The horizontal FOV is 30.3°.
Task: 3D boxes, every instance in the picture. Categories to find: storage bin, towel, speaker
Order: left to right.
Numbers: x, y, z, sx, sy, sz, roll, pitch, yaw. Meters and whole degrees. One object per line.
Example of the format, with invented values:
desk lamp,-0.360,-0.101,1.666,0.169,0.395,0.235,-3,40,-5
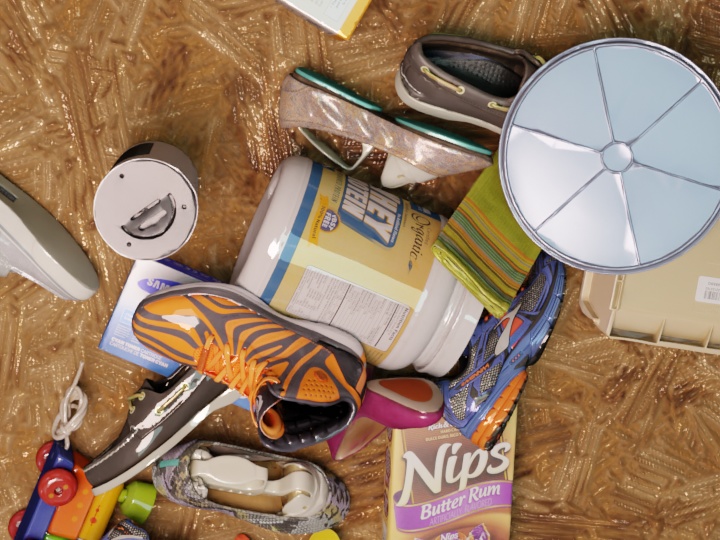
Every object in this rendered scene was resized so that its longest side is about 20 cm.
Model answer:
speaker,-0.173,-0.061,1.098,0.081,0.200,0.081,-1,100,-6
towel,0.132,-0.051,1.158,0.086,0.018,0.200,45,49,-10
storage bin,0.322,-0.029,1.213,0.200,0.094,0.199,9,99,-8

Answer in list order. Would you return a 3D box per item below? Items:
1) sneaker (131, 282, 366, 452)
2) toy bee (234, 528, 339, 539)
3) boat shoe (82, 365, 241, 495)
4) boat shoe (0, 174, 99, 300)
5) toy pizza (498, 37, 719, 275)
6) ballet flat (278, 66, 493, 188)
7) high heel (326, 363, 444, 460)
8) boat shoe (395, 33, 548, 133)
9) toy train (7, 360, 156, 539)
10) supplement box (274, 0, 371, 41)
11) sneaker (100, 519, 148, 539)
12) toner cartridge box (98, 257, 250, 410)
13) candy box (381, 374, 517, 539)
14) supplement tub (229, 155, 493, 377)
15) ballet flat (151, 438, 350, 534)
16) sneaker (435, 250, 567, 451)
sneaker,-0.091,0.077,1.063,0.200,0.112,0.078,13,122,-4
toy bee,-0.073,0.286,1.232,0.131,0.109,0.200,-39,126,-7
boat shoe,-0.165,0.115,1.157,0.201,0.072,0.061,-38,99,-4
boat shoe,-0.320,-0.034,1.162,0.201,0.070,0.072,42,105,-8
toy pizza,0.218,-0.097,1.133,0.200,0.032,0.201,1,97,8
ballet flat,0.018,-0.113,1.172,0.200,0.068,0.067,25,102,10
high heel,0.021,0.138,1.159,0.067,0.200,0.096,1,95,-19
boat shoe,0.134,-0.160,1.169,0.201,0.061,0.072,10,65,-7
toy train,-0.235,0.192,1.201,0.116,0.085,0.200,21,97,-20
supplement box,-0.066,-0.300,1.133,0.200,0.074,0.126,31,95,-10
sneaker,-0.171,0.288,1.187,0.079,0.075,0.200,-58,140,-16
toner cartridge box,-0.126,0.063,1.205,0.200,0.043,0.095,23,96,-9
candy box,0.081,0.200,1.245,0.116,0.056,0.200,1,98,-6
supplement tub,0.000,0.000,1.156,0.200,0.145,0.145,22,97,-10
ballet flat,-0.085,0.194,1.190,0.200,0.072,0.072,15,98,-27
sneaker,0.127,0.059,1.192,0.078,0.075,0.200,26,64,9
